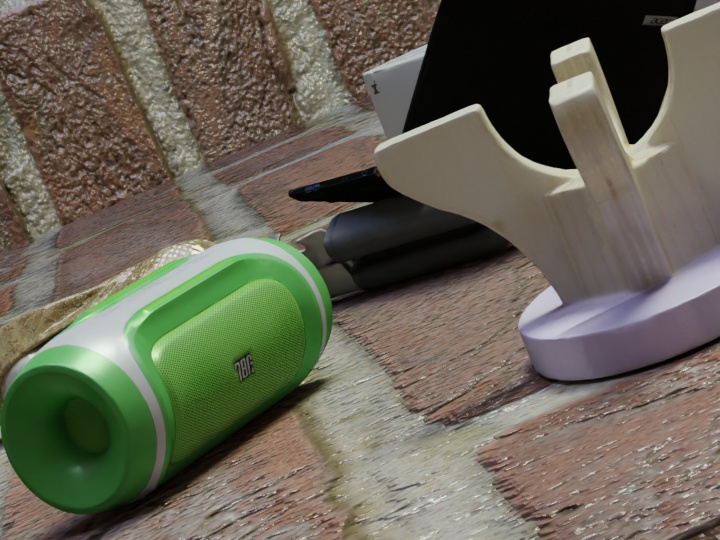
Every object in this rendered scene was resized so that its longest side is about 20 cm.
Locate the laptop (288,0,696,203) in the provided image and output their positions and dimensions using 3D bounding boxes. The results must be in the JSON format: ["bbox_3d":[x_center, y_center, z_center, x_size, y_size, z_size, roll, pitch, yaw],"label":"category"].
[{"bbox_3d":[0.077,-0.102,1.575,0.176,0.104,0.200,1,-6,-30],"label":"laptop"}]

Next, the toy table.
[{"bbox_3d":[0.110,-0.034,1.129,0.183,0.118,0.200,-23,8,-4],"label":"toy table"}]

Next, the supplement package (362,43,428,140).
[{"bbox_3d":[0.120,-0.130,1.848,0.199,0.110,0.113,-27,9,-37],"label":"supplement package"}]

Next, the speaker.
[{"bbox_3d":[-0.090,0.047,1.274,0.088,0.089,0.200,-18,8,32],"label":"speaker"}]

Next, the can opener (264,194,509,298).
[{"bbox_3d":[0.000,0.000,1.568,0.199,0.053,0.067,-17,41,39],"label":"can opener"}]

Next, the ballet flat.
[{"bbox_3d":[-0.163,0.048,1.588,0.199,0.071,0.065,-32,33,11],"label":"ballet flat"}]

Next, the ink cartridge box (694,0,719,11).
[{"bbox_3d":[0.311,-0.179,1.719,0.199,0.083,0.147,-24,6,-16],"label":"ink cartridge box"}]
